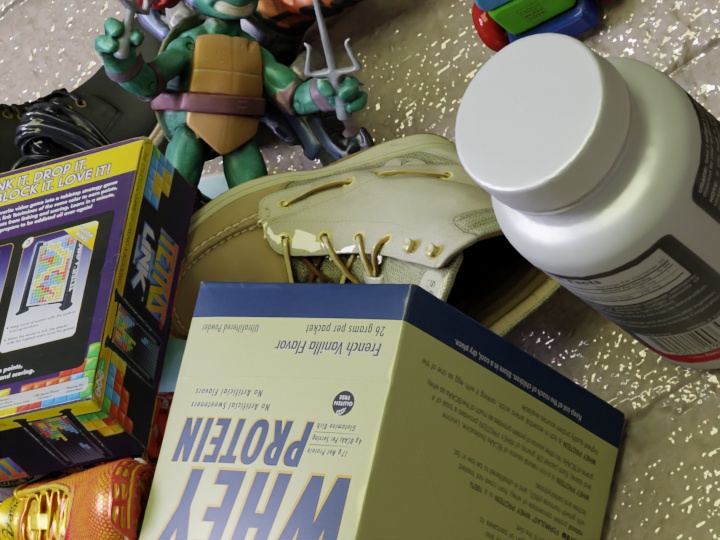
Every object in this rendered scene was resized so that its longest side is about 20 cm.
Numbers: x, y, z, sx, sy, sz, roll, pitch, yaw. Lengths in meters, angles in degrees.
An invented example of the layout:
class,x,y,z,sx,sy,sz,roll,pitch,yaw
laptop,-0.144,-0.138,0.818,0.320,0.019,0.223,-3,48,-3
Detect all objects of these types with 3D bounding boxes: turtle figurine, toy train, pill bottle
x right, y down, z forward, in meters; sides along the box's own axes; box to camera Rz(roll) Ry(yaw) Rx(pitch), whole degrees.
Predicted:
class,x,y,z,sx,sy,sz,roll,pitch,yaw
turtle figurine,-0.073,-0.092,1.609,0.101,0.149,0.201,-155,66,-81
toy train,0.070,-0.226,1.626,0.085,0.116,0.200,-24,56,25
pill bottle,0.132,-0.036,1.433,0.110,0.200,0.111,-17,59,29

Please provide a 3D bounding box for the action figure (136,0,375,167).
class,x,y,z,sx,sy,sz,roll,pitch,yaw
action figure,-0.028,-0.132,1.694,0.200,0.105,0.194,48,109,14

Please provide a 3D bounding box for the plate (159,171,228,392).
class,x,y,z,sx,sy,sz,roll,pitch,yaw
plate,-0.090,0.040,1.680,0.200,0.026,0.201,-16,61,31

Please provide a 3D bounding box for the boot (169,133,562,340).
class,x,y,z,sx,sy,sz,roll,pitch,yaw
boot,0.000,0.000,1.528,0.200,0.072,0.155,-23,28,-19

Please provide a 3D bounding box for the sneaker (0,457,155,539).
class,x,y,z,sx,sy,sz,roll,pitch,yaw
sneaker,-0.144,0.135,1.494,0.200,0.077,0.073,136,141,-71

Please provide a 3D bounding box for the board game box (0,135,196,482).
class,x,y,z,sx,sy,sz,roll,pitch,yaw
board game box,-0.192,0.030,1.533,0.200,0.057,0.166,-12,49,28

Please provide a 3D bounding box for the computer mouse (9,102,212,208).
class,x,y,z,sx,sy,sz,roll,pitch,yaw
computer mouse,-0.171,0.016,1.684,0.138,0.053,0.200,31,98,-1

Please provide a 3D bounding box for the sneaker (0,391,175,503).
class,x,y,z,sx,sy,sz,roll,pitch,yaw
sneaker,-0.133,0.090,1.585,0.201,0.108,0.067,-4,68,21

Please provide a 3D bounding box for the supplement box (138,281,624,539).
class,x,y,z,sx,sy,sz,roll,pitch,yaw
supplement box,0.007,0.132,1.446,0.134,0.200,0.200,0,70,38

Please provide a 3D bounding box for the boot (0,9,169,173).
class,x,y,z,sx,sy,sz,roll,pitch,yaw
boot,-0.185,-0.094,1.725,0.077,0.138,0.200,-3,57,53
